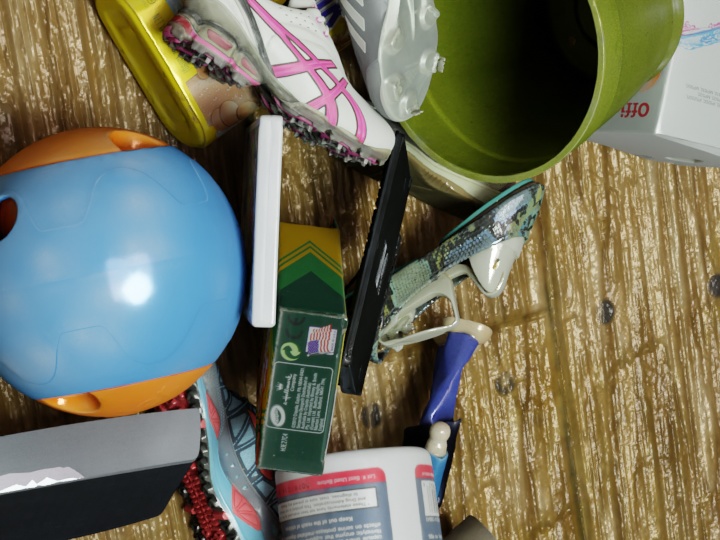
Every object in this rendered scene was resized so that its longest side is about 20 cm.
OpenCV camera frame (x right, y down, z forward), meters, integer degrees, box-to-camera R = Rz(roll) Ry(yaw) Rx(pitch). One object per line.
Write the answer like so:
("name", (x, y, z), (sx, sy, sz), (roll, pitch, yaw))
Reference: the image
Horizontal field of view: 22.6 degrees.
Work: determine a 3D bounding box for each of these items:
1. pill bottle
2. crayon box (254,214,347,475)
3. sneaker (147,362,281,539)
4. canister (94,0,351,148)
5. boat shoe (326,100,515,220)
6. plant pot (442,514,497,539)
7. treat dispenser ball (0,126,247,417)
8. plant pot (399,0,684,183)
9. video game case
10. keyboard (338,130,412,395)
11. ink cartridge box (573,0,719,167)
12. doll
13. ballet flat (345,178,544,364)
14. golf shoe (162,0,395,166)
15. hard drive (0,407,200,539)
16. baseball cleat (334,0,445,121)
("pill bottle", (0.005, 0.237, 1.331), (0.119, 0.120, 0.201), (0, 77, -29))
("crayon box", (-0.046, 0.048, 1.331), (0.051, 0.200, 0.127), (7, 111, -5))
("sneaker", (-0.099, 0.133, 1.387), (0.095, 0.079, 0.200), (-32, 116, -35))
("canister", (-0.082, -0.202, 1.352), (0.200, 0.087, 0.149), (-38, 112, -19))
("boat shoe", (0.047, -0.100, 1.445), (0.201, 0.072, 0.066), (27, 68, -31))
("plant pot", (0.057, 0.329, 1.436), (0.200, 0.187, 0.188), (-33, 109, -7))
("treat dispenser ball", (-0.179, 0.001, 1.249), (0.200, 0.201, 0.201), (-3, 95, -29))
("plant pot", (0.146, -0.184, 1.367), (0.193, 0.200, 0.201), (-22, 105, -49))
("video game case", (-0.074, -0.036, 1.308), (0.018, 0.200, 0.144), (2, 92, -6))
("keyboard", (0.000, 0.000, 1.354), (0.040, 0.104, 0.200), (9, 63, 11))
("ink cartridge box", (0.277, -0.194, 1.516), (0.144, 0.145, 0.201), (11, 89, -29))
("doll", (0.057, 0.139, 1.436), (0.048, 0.136, 0.200), (16, 72, -4))
("ballet flat", (0.074, 0.007, 1.430), (0.200, 0.074, 0.074), (-34, 112, 9))
("golf shoe", (-0.041, -0.149, 1.293), (0.200, 0.073, 0.092), (36, 81, -31))
("hard drive", (-0.217, 0.154, 1.281), (0.200, 0.135, 0.042), (-7, 62, -28))
("baseball cleat", (0.002, -0.209, 1.299), (0.070, 0.106, 0.200), (-25, 120, -42))
